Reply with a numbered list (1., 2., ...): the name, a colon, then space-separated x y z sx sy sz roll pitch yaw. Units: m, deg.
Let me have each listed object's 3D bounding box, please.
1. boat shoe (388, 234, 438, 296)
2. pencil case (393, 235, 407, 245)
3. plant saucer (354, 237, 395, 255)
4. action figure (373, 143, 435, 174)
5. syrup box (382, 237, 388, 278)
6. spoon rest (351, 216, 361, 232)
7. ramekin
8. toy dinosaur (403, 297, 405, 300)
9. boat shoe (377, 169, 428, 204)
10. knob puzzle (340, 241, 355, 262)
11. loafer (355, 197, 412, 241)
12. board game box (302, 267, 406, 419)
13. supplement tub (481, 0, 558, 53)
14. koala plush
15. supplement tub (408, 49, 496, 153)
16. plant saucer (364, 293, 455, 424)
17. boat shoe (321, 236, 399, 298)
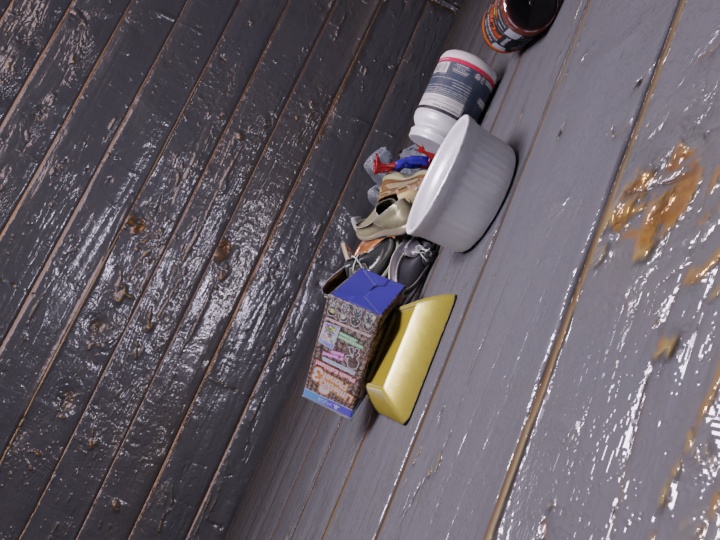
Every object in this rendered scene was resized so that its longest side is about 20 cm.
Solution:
1. boat shoe: 0.112 -0.044 1.059 0.202 0.072 0.063 -61 4 -24
2. pencil case: 0.122 -0.110 1.180 0.088 0.078 0.203 0 58 38
3. plant saucer: 0.039 -0.021 1.508 0.199 0.037 0.203 -38 36 35
4. action figure: 0.127 -0.234 1.176 0.065 0.195 0.053 120 149 -77
5. syrup box: 0.062 0.011 1.239 0.080 0.080 0.201 -58 7 24
6. spoon rest: 0.070 -0.105 1.302 0.099 0.197 0.062 -16 -78 -54
7. ramekin: 0.158 -0.129 0.866 0.201 0.096 0.203 -90 26 -75
8. toy dinosaur: 0.048 0.115 1.115 0.106 0.195 0.184 -106 5 -49
9. boat shoe: 0.109 -0.152 1.116 0.198 0.075 0.075 10 68 52
10. knob puzzle: 0.011 0.020 1.305 0.030 0.223 0.220 -25 13 7
11. loafer: 0.051 -0.105 1.100 0.075 0.070 0.199 -26 12 -31
12. board game box: -0.009 0.123 0.975 0.159 0.095 0.204 -40 -31 -64
13. supplement tub: 0.296 -0.484 1.061 0.109 0.105 0.200 -64 5 6
14. koala plush: 0.136 -0.240 1.364 0.201 0.182 0.178 -49 -21 -21
15. supplement tub: 0.204 -0.367 1.229 0.203 0.138 0.140 -64 6 2
16. plant saucer: 0.066 0.129 0.877 0.200 0.048 0.203 136 158 -77
17. boat shoe: 0.000 0.000 1.129 0.199 0.067 0.073 -41 38 27
